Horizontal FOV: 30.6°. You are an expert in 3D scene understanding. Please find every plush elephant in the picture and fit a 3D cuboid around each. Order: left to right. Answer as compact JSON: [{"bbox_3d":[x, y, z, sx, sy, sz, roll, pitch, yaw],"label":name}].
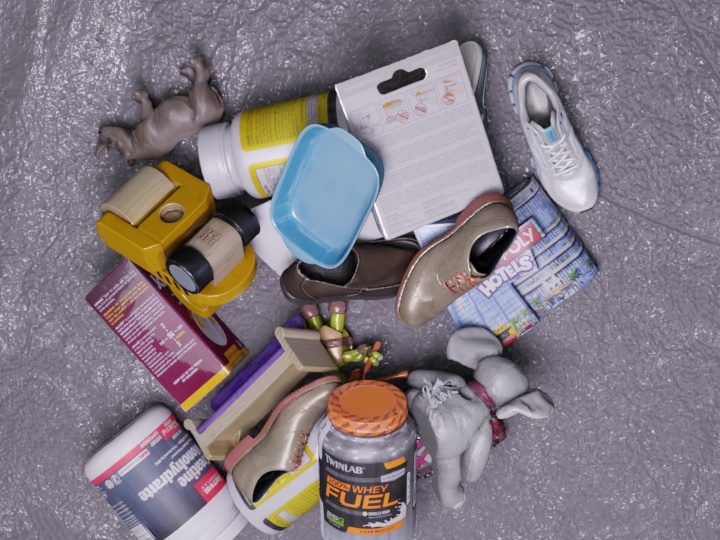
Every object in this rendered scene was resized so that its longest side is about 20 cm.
[{"bbox_3d":[0.142,0.164,1.623,0.155,0.200,0.165,-21,60,-17],"label":"plush elephant"}]

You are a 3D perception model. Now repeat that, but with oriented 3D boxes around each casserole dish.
[{"bbox_3d":[-0.037,-0.093,1.573,0.121,0.039,0.200,37,132,12],"label":"casserole dish"}]

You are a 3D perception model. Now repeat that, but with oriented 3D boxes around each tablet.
[{"bbox_3d":[-0.051,-0.060,1.669,0.200,0.014,0.130,-23,133,24],"label":"tablet"}]

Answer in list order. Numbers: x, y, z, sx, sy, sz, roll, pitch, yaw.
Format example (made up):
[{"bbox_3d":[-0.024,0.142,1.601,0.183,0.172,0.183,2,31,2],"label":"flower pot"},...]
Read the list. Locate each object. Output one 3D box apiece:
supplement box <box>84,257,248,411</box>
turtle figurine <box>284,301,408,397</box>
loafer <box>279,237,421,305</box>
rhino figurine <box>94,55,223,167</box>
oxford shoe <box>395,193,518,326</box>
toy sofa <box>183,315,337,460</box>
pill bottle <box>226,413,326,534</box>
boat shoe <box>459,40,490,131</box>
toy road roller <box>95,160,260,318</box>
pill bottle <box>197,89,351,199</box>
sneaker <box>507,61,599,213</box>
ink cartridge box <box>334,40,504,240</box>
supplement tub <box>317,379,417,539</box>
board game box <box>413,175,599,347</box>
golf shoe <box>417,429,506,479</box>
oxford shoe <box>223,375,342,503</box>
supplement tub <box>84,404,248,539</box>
[{"bbox_3d":[-0.252,0.072,1.730,0.086,0.110,0.200,-41,93,13],"label":"supplement box"},{"bbox_3d":[-0.032,0.088,1.720,0.200,0.064,0.162,-8,90,26],"label":"turtle figurine"},{"bbox_3d":[0.000,0.000,1.663,0.200,0.071,0.073,-14,74,-15],"label":"loafer"},{"bbox_3d":[-0.265,-0.193,1.706,0.200,0.060,0.088,-29,93,15],"label":"rhino figurine"},{"bbox_3d":[0.114,-0.002,1.581,0.070,0.075,0.200,28,111,-25],"label":"oxford shoe"},{"bbox_3d":[-0.135,0.147,1.683,0.200,0.083,0.098,-45,63,22],"label":"toy sofa"},{"bbox_3d":[-0.070,0.250,1.736,0.200,0.111,0.111,-38,93,14],"label":"pill bottle"},{"bbox_3d":[0.128,-0.186,1.655,0.062,0.073,0.200,9,98,-37],"label":"boat shoe"},{"bbox_3d":[-0.222,-0.028,1.659,0.200,0.146,0.123,31,62,23],"label":"toy road roller"},{"bbox_3d":[-0.096,-0.155,1.658,0.200,0.114,0.115,-11,99,11],"label":"pill bottle"},{"bbox_3d":[0.234,-0.158,1.620,0.075,0.087,0.200,-26,97,11],"label":"sneaker"},{"bbox_3d":[0.069,-0.157,1.583,0.161,0.050,0.200,-22,105,-6],"label":"ink cartridge box"},{"bbox_3d":[0.009,0.243,1.619,0.122,0.123,0.200,3,118,8],"label":"supplement tub"},{"bbox_3d":[0.164,-0.018,1.658,0.200,0.062,0.200,-36,103,14],"label":"board game box"},{"bbox_3d":[0.087,0.224,1.733,0.200,0.073,0.092,-26,79,6],"label":"golf shoe"},{"bbox_3d":[-0.084,0.212,1.654,0.200,0.070,0.075,-46,58,21],"label":"oxford shoe"},{"bbox_3d":[-0.258,0.294,1.759,0.140,0.140,0.200,-38,93,14],"label":"supplement tub"}]
